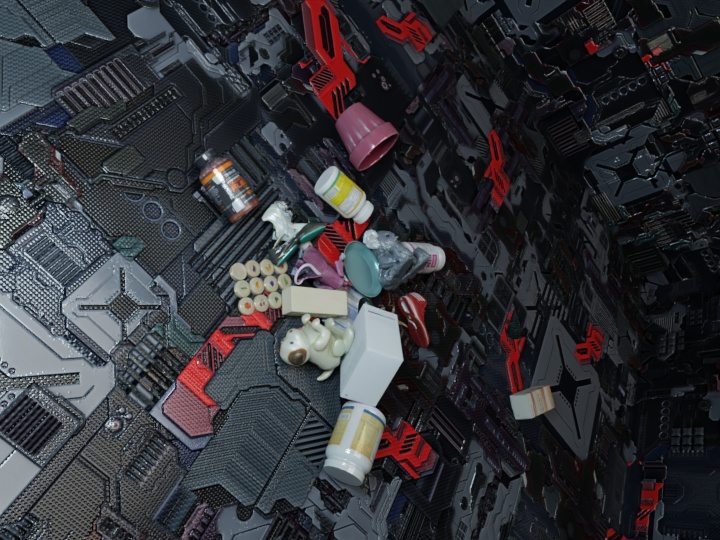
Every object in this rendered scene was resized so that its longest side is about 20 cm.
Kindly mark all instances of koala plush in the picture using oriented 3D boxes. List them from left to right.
[{"bbox_3d":[0.100,-0.058,1.800,0.176,0.184,0.201,3,45,-54],"label":"koala plush"}]

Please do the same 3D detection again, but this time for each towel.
[{"bbox_3d":[-0.046,0.112,1.719,0.146,0.024,0.203,34,55,-30],"label":"towel"}]

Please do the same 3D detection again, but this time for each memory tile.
[{"bbox_3d":[-0.284,0.043,1.534,0.198,0.017,0.156,-9,82,-43],"label":"memory tile"}]

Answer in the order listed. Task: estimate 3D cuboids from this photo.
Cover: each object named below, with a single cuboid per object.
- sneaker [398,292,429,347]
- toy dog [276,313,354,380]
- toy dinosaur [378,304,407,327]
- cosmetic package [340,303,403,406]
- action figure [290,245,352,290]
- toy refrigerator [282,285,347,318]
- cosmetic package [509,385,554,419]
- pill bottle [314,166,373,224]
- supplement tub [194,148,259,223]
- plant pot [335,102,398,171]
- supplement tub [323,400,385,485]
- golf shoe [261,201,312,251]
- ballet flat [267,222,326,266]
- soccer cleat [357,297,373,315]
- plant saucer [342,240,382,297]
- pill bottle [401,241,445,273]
[{"bbox_3d":[0.224,0.171,1.904,0.115,0.078,0.203,-24,93,-42],"label":"sneaker"},{"bbox_3d":[-0.149,0.223,1.531,0.197,0.139,0.198,7,107,-41],"label":"toy dog"},{"bbox_3d":[0.093,0.171,1.814,0.198,0.057,0.104,-7,97,-55],"label":"toy dinosaur"},{"bbox_3d":[0.028,0.250,1.541,0.121,0.201,0.201,19,31,-13],"label":"cosmetic package"},{"bbox_3d":[-0.105,0.005,1.595,0.198,0.149,0.136,27,98,-17],"label":"action figure"},{"bbox_3d":[-0.140,0.099,1.585,0.197,0.070,0.078,7,72,-36],"label":"toy refrigerator"},{"bbox_3d":[0.735,0.561,2.219,0.197,0.087,0.106,-6,80,-42],"label":"cosmetic package"},{"bbox_3d":[-0.052,-0.252,1.778,0.199,0.112,0.114,38,54,-25],"label":"pill bottle"},{"bbox_3d":[-0.385,-0.243,1.481,0.201,0.106,0.107,54,48,-14],"label":"supplement tub"},{"bbox_3d":[0.010,-0.493,1.880,0.180,0.200,0.199,50,47,5],"label":"plant pot"},{"bbox_3d":[-0.018,0.504,1.524,0.144,0.144,0.202,41,52,-23],"label":"supplement tub"},{"bbox_3d":[-0.228,-0.113,1.617,0.097,0.078,0.201,-41,105,-16],"label":"golf shoe"},{"bbox_3d":[-0.196,-0.098,1.559,0.199,0.068,0.069,-39,82,-9],"label":"ballet flat"},{"bbox_3d":[0.016,0.192,1.698,0.080,0.067,0.205,-13,97,-48],"label":"soccer cleat"},{"bbox_3d":[0.000,0.000,1.772,0.199,0.036,0.203,31,47,-39],"label":"plant saucer"},{"bbox_3d":[0.221,-0.046,1.951,0.197,0.112,0.116,0,75,-42],"label":"pill bottle"}]
